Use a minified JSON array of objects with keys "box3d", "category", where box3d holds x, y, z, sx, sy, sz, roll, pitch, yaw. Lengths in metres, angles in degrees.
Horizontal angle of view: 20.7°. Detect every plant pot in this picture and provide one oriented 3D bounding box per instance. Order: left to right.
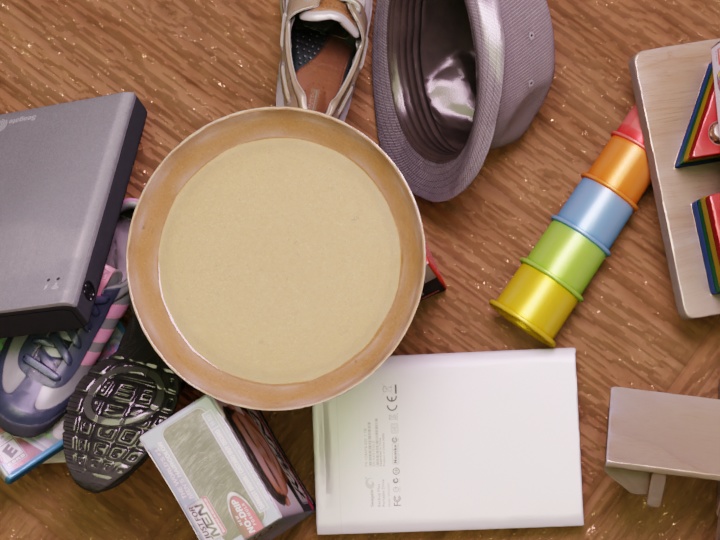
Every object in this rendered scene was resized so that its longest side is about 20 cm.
[{"box3d":[-0.055,-0.007,1.306,0.199,0.027,0.201,-1,85,7],"category":"plant pot"}]

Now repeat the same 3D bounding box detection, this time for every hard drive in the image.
[{"box3d":[-0.242,-0.040,1.463,0.139,0.033,0.201,-8,50,23],"category":"hard drive"},{"box3d":[0.065,0.128,1.483,0.199,0.027,0.132,-3,84,7],"category":"hard drive"}]

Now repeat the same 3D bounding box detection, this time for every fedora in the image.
[{"box3d":[0.083,-0.156,1.459,0.090,0.177,0.201,-9,106,-27],"category":"fedora"}]

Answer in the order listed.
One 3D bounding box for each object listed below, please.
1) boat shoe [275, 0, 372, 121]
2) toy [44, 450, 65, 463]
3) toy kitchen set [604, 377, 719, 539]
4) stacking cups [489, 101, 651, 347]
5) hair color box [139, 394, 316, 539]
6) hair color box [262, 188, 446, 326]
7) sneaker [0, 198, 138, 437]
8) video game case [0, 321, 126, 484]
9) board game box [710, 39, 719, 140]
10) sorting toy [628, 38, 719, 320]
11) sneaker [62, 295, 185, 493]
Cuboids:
[{"box3d":[-0.024,-0.179,1.476,0.074,0.068,0.201,8,69,-11],"category":"boat shoe"},{"box3d":[-0.291,0.093,1.514,0.199,0.047,0.116,-4,85,6],"category":"toy"},{"box3d":[0.249,0.186,1.436,0.163,0.181,0.200,8,46,4],"category":"toy kitchen set"},{"box3d":[0.176,-0.040,1.476,0.060,0.061,0.200,34,84,8],"category":"stacking cups"},{"box3d":[-0.090,0.147,1.410,0.061,0.200,0.099,-32,83,3],"category":"hair color box"},{"box3d":[0.000,0.000,1.413,0.101,0.200,0.061,-26,82,4],"category":"hair color box"},{"box3d":[-0.212,0.028,1.459,0.070,0.082,0.200,27,64,-1],"category":"sneaker"},{"box3d":[-0.265,0.043,1.496,0.143,0.018,0.200,-34,78,-24],"category":"video game case"},{"box3d":[0.318,-0.065,1.374,0.126,0.035,0.201,-4,84,-8],"category":"board game box"},{"box3d":[0.315,-0.081,1.428,0.199,0.070,0.200,-10,85,-8],"category":"sorting toy"},{"box3d":[-0.154,0.077,1.449,0.076,0.091,0.200,21,66,10],"category":"sneaker"}]
